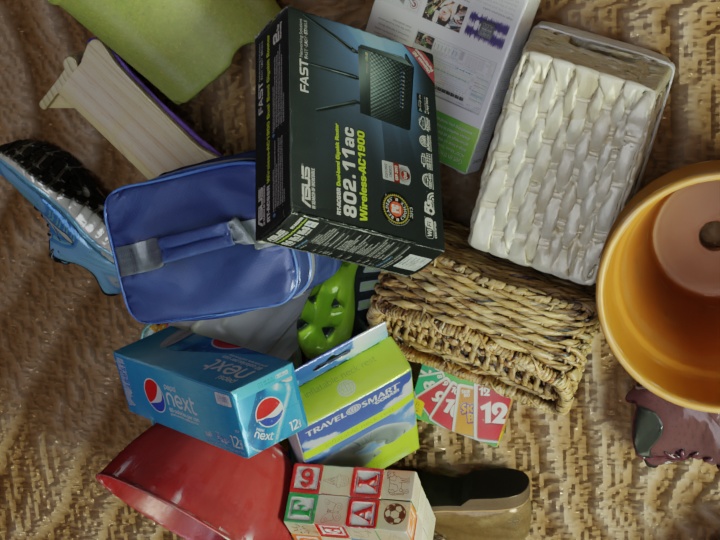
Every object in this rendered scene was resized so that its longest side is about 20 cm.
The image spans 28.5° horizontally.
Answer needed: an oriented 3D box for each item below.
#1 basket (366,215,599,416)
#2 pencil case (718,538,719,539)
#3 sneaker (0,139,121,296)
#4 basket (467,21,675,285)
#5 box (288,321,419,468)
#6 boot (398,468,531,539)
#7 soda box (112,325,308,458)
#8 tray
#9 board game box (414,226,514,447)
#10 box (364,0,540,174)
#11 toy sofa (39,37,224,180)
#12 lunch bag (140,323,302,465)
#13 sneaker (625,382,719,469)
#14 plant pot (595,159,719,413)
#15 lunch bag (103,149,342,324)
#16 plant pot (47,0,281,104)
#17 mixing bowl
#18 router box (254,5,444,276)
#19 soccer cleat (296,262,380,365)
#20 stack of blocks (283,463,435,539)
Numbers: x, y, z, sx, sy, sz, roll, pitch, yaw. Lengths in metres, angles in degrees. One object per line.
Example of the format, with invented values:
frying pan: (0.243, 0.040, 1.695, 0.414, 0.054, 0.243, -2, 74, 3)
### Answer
basket: (0.106, 0.055, 1.272, 0.200, 0.143, 0.149, 22, 108, 11)
pencil case: (0.324, 0.320, 1.346, 0.088, 0.088, 0.200, 42, 113, 1)
sneaker: (-0.300, -0.049, 1.426, 0.200, 0.078, 0.090, 43, 116, 1)
basket: (0.180, -0.102, 1.243, 0.135, 0.123, 0.200, 19, 110, 10)
box: (-0.009, 0.136, 1.317, 0.122, 0.200, 0.048, -28, 61, -11)
boot: (0.071, 0.243, 1.409, 0.200, 0.074, 0.076, -1, 118, 16)
soda box: (-0.136, 0.103, 1.253, 0.200, 0.068, 0.064, 12, 120, 50)
tray: (-0.085, 0.021, 1.356, 0.107, 0.022, 0.200, 41, 79, 3)
board game box: (0.116, 0.064, 1.364, 0.095, 0.030, 0.200, 19, 107, 11)
box: (0.073, -0.206, 1.277, 0.144, 0.036, 0.200, 28, 111, 22)
toy sofa: (-0.199, -0.135, 1.366, 0.200, 0.083, 0.098, 44, 116, 1)
lunch bag: (-0.128, 0.130, 1.426, 0.160, 0.077, 0.200, -5, 105, 15)
sneaker: (0.327, 0.166, 1.313, 0.200, 0.076, 0.116, 49, 118, 10)
plant pot: (0.303, -0.006, 1.197, 0.200, 0.183, 0.200, 3, 108, 11)
lunch bag: (-0.116, -0.030, 1.246, 0.200, 0.132, 0.136, -12, 99, 24)
plant pot: (-0.177, -0.259, 1.282, 0.200, 0.200, 0.184, -37, 105, 22)
mixing bowl: (-0.135, 0.196, 1.324, 0.200, 0.200, 0.108, 26, 72, 8)
router box: (-0.011, -0.107, 1.187, 0.062, 0.150, 0.200, -35, 51, 50)
soccer cleat: (0.000, 0.000, 1.335, 0.067, 0.081, 0.200, 18, 72, 27)
stack of blocks: (0.010, 0.252, 1.342, 0.115, 0.059, 0.200, 2, 149, 14)
